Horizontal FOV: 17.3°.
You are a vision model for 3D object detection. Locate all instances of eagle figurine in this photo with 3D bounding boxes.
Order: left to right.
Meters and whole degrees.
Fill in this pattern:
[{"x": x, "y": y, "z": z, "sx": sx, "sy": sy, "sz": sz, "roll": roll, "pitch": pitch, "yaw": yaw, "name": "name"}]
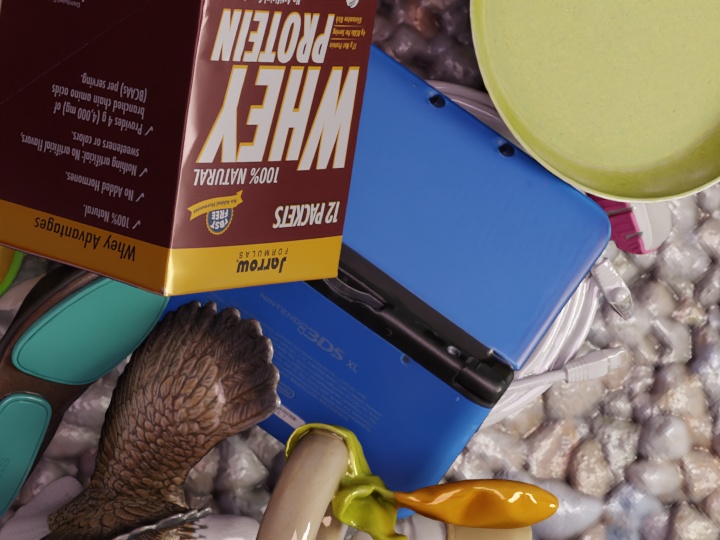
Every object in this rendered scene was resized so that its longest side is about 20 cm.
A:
[{"x": -0.112, "y": 0.123, "z": 1.231, "sx": 0.151, "sy": 0.200, "sz": 0.152, "roll": -20, "pitch": 54, "yaw": -17, "name": "eagle figurine"}]

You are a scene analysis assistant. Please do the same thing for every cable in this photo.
[{"x": 0.033, "y": -0.006, "z": 1.311, "sx": 0.200, "sy": 0.069, "sz": 0.200, "roll": -23, "pitch": 95, "yaw": -6, "name": "cable"}]

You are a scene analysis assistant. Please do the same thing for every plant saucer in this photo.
[{"x": 0.143, "y": -0.136, "z": 1.263, "sx": 0.200, "sy": 0.031, "sz": 0.200, "roll": 0, "pitch": 90, "yaw": -23, "name": "plant saucer"}]

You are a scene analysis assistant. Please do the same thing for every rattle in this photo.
[{"x": -0.005, "y": 0.184, "z": 1.168, "sx": 0.143, "sy": 0.130, "sz": 0.200, "roll": 25, "pitch": 52, "yaw": -5, "name": "rattle"}]

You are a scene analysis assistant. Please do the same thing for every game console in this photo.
[{"x": 0.000, "y": 0.000, "z": 1.255, "sx": 0.200, "sy": 0.118, "sz": 0.171, "roll": 36, "pitch": 128, "yaw": 4, "name": "game console"}]

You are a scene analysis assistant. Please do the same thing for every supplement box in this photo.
[{"x": -0.111, "y": -0.110, "z": 1.129, "sx": 0.197, "sy": 0.133, "sz": 0.200, "roll": 16, "pitch": 103, "yaw": 34, "name": "supplement box"}]

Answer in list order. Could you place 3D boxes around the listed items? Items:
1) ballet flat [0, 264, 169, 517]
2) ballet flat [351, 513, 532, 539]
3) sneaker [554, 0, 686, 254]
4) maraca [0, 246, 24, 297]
[{"x": -0.175, "y": 0.047, "z": 1.253, "sx": 0.068, "sy": 0.068, "sz": 0.200, "roll": 23, "pitch": 116, "yaw": -40, "name": "ballet flat"}, {"x": -0.003, "y": 0.171, "z": 1.273, "sx": 0.200, "sy": 0.069, "sz": 0.063, "roll": -28, "pitch": 129, "yaw": 21, "name": "ballet flat"}, {"x": 0.148, "y": -0.108, "z": 1.319, "sx": 0.088, "sy": 0.081, "sz": 0.200, "roll": -20, "pitch": 105, "yaw": -20, "name": "sneaker"}, {"x": -0.275, "y": -0.021, "z": 1.242, "sx": 0.200, "sy": 0.107, "sz": 0.137, "roll": -6, "pitch": 109, "yaw": 0, "name": "maraca"}]
